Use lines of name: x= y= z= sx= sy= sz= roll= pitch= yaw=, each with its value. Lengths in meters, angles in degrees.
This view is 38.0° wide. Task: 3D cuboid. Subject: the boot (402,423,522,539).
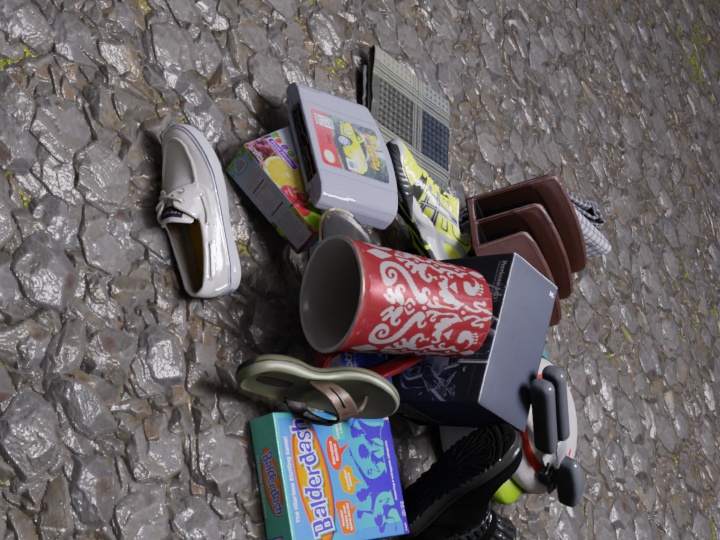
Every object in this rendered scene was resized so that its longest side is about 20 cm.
boot: x=0.155 y=0.294 z=1.306 sx=0.157 sy=0.211 sz=0.080 roll=39 pitch=24 yaw=-24

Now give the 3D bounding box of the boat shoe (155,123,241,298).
boat shoe: x=-0.193 y=-0.066 z=1.167 sx=0.069 sy=0.070 sz=0.203 roll=-10 pitch=87 yaw=-54

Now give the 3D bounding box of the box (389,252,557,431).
box: x=0.135 y=0.093 z=1.349 sx=0.104 sy=0.181 sz=0.203 roll=33 pitch=64 yaw=-38

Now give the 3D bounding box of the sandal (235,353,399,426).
sandal: x=-0.048 y=0.145 z=1.167 sx=0.198 sy=0.080 sz=0.058 roll=13 pitch=46 yaw=-27

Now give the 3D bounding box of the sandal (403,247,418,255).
sandal: x=0.114 y=0.059 z=1.487 sx=0.075 sy=0.048 sz=0.203 roll=-14 pitch=83 yaw=-53

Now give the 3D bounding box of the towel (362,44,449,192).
towel: x=0.068 y=-0.222 z=1.594 sx=0.199 sy=0.034 sz=0.195 roll=30 pitch=54 yaw=-42

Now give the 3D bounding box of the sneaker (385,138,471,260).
sneaker: x=0.090 y=-0.095 z=1.439 sx=0.076 sy=0.075 sz=0.202 roll=-30 pitch=112 yaw=-10

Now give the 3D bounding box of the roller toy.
roller toy: x=0.201 y=0.213 z=1.442 sx=0.199 sy=0.138 sz=0.186 roll=-9 pitch=89 yaw=-49

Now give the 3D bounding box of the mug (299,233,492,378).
mug: x=0.035 y=0.049 z=1.233 sx=0.198 sy=0.177 sz=0.135 roll=8 pitch=55 yaw=-33

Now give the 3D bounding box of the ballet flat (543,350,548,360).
ballet flat: x=0.221 y=0.094 z=1.580 sx=0.199 sy=0.067 sz=0.072 roll=22 pitch=67 yaw=-41

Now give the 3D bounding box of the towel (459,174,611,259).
towel: x=0.261 y=-0.065 z=1.605 sx=0.165 sy=0.198 sz=0.087 roll=29 pitch=50 yaw=-40

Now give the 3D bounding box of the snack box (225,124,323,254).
snack box: x=-0.059 y=-0.119 z=1.335 sx=0.143 sy=0.053 sz=0.199 roll=50 pitch=37 yaw=6

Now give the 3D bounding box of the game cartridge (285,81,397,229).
game cartridge: x=-0.020 y=-0.146 z=1.325 sx=0.132 sy=0.041 sz=0.202 roll=17 pitch=45 yaw=-37

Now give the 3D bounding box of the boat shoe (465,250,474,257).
boat shoe: x=0.159 y=-0.011 z=1.545 sx=0.199 sy=0.062 sz=0.074 roll=37 pitch=24 yaw=-41

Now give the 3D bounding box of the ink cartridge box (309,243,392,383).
ink cartridge box: x=-0.013 y=0.060 z=1.337 sx=0.093 sy=0.044 sz=0.203 roll=16 pitch=61 yaw=-44

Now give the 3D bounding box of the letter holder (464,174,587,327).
letter holder: x=0.247 y=-0.020 z=1.477 sx=0.101 sy=0.140 sz=0.201 roll=-91 pitch=159 yaw=-44

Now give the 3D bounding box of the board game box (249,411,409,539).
board game box: x=-0.033 y=0.243 z=1.220 sx=0.198 sy=0.045 sz=0.154 roll=6 pitch=68 yaw=-48

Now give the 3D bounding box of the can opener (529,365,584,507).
can opener: x=0.252 y=0.209 z=1.320 sx=0.053 sy=0.066 sz=0.202 roll=-39 pitch=130 yaw=-33

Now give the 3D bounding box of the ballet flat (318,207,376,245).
ballet flat: x=0.000 y=0.000 z=1.287 sx=0.201 sy=0.066 sz=0.057 roll=58 pitch=-1 yaw=-35
